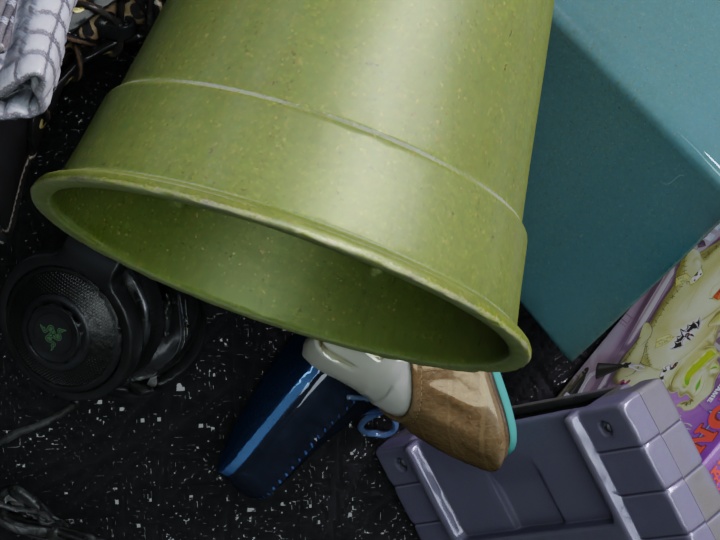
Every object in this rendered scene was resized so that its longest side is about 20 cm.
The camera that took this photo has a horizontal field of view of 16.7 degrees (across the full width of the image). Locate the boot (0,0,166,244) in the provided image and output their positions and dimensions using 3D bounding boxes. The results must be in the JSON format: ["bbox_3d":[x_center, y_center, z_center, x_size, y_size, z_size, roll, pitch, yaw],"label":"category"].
[{"bbox_3d":[-0.114,-0.099,1.030,0.150,0.201,0.073,-15,132,10],"label":"boot"}]

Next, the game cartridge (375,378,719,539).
[{"bbox_3d":[0.092,0.121,1.084,0.038,0.200,0.130,-27,95,-32],"label":"game cartridge"}]

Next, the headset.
[{"bbox_3d":[-0.100,0.030,1.072,0.094,0.123,0.201,31,95,13],"label":"headset"}]

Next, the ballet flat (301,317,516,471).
[{"bbox_3d":[0.000,0.000,1.054,0.072,0.068,0.201,-15,80,-27],"label":"ballet flat"}]

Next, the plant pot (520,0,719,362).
[{"bbox_3d":[0.093,-0.098,1.086,0.200,0.141,0.141,46,47,3],"label":"plant pot"}]

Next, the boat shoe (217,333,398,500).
[{"bbox_3d":[0.018,0.033,1.125,0.069,0.084,0.200,43,86,-13],"label":"boat shoe"}]

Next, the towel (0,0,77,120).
[{"bbox_3d":[-0.211,-0.125,0.980,0.199,0.166,0.086,-7,135,16],"label":"towel"}]

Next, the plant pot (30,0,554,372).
[{"bbox_3d":[-0.001,-0.083,0.945,0.199,0.200,0.191,21,79,-11],"label":"plant pot"}]

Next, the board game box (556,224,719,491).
[{"bbox_3d":[0.168,0.034,1.135,0.200,0.120,0.032,-50,124,-6],"label":"board game box"}]
